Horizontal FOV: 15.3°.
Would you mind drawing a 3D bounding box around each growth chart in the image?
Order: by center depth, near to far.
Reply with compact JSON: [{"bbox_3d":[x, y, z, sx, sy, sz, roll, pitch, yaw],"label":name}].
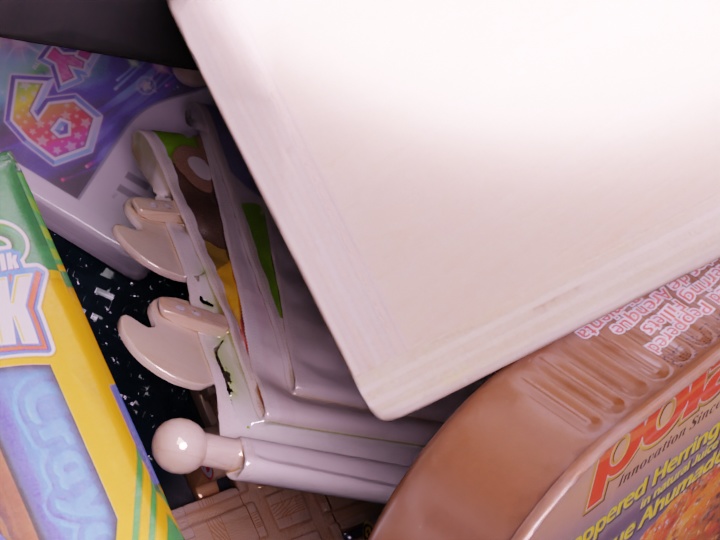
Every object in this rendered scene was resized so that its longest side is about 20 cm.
[{"bbox_3d":[0.000,0.000,0.728,0.144,0.018,0.200,16,33,-16],"label":"growth chart"}]

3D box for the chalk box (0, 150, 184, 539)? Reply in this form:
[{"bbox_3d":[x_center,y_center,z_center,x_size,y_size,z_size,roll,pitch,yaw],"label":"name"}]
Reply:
[{"bbox_3d":[-0.128,0.058,0.677,0.123,0.125,0.201,-19,75,-20],"label":"chalk box"}]

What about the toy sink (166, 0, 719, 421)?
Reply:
[{"bbox_3d":[0.063,-0.069,0.621,0.199,0.130,0.113,-26,100,1],"label":"toy sink"}]

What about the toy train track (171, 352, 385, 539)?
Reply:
[{"bbox_3d":[-0.001,0.102,0.741,0.114,0.033,0.201,-19,75,-20],"label":"toy train track"}]

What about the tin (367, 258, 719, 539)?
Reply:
[{"bbox_3d":[0.069,0.047,0.629,0.042,0.112,0.200,36,48,25],"label":"tin"}]

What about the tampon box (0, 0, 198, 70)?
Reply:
[{"bbox_3d":[-0.045,-0.136,0.726,0.199,0.126,0.151,7,102,-11],"label":"tampon box"}]

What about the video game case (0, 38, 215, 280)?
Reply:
[{"bbox_3d":[-0.114,-0.105,0.807,0.199,0.018,0.144,31,64,0],"label":"video game case"}]
